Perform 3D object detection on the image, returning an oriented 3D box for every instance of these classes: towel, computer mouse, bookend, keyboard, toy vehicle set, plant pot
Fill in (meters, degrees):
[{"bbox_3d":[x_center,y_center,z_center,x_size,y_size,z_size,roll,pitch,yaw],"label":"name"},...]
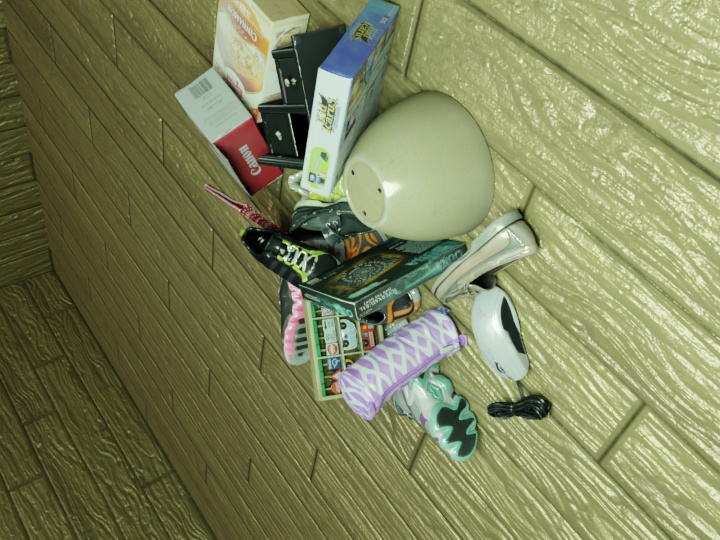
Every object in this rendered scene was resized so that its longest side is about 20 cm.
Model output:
[{"bbox_3d":[-0.180,-0.091,1.352,0.145,0.023,0.200,31,177,46],"label":"towel"},{"bbox_3d":[0.191,0.118,1.015,0.110,0.044,0.200,-6,105,59],"label":"computer mouse"},{"bbox_3d":[-0.097,-0.266,1.155,0.199,0.092,0.200,18,124,52],"label":"bookend"},{"bbox_3d":[0.044,0.130,1.284,0.056,0.011,0.200,62,150,8],"label":"keyboard"},{"bbox_3d":[-0.025,0.106,1.217,0.027,0.124,0.200,162,101,-69],"label":"toy vehicle set"},{"bbox_3d":[0.056,-0.122,0.973,0.200,0.134,0.201,35,137,42],"label":"plant pot"}]

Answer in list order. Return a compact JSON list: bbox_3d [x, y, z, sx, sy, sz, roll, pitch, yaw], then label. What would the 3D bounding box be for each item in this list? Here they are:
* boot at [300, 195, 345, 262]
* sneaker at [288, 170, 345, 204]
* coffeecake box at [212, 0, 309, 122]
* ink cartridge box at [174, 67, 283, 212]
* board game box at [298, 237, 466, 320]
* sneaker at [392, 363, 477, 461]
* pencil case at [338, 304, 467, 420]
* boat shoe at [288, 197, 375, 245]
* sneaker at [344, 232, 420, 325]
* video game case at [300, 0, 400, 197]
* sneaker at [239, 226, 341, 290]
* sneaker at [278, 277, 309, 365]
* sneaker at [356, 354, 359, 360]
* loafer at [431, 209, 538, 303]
[{"bbox_3d":[-0.075,-0.038,1.312,0.096,0.073,0.200,42,134,45],"label":"boot"},{"bbox_3d":[-0.040,-0.130,1.168,0.200,0.076,0.076,7,105,54],"label":"sneaker"},{"bbox_3d":[-0.169,-0.373,1.214,0.154,0.073,0.200,51,147,23],"label":"coffeecake box"},{"bbox_3d":[-0.215,-0.222,1.301,0.176,0.084,0.200,52,175,22],"label":"ink cartridge box"},{"bbox_3d":[0.032,0.002,1.029,0.135,0.200,0.028,17,128,53],"label":"board game box"},{"bbox_3d":[0.109,0.228,1.198,0.200,0.078,0.140,64,152,22],"label":"sneaker"},{"bbox_3d":[0.063,0.136,1.085,0.085,0.200,0.084,34,147,40],"label":"pencil case"},{"bbox_3d":[-0.042,-0.069,1.146,0.199,0.066,0.075,9,151,40],"label":"boat shoe"},{"bbox_3d":[0.000,0.000,1.164,0.200,0.112,0.078,53,147,24],"label":"sneaker"},{"bbox_3d":[-0.013,-0.226,0.959,0.045,0.200,0.181,21,136,5],"label":"video game case"},{"bbox_3d":[-0.117,-0.019,1.160,0.200,0.072,0.083,21,172,35],"label":"sneaker"},{"bbox_3d":[-0.110,0.060,1.266,0.095,0.079,0.200,8,95,58],"label":"sneaker"},{"bbox_3d":[-0.048,0.115,1.304,0.200,0.070,0.109,51,180,25],"label":"sneaker"},{"bbox_3d":[0.158,0.000,0.964,0.063,0.072,0.200,54,145,14],"label":"loafer"}]
